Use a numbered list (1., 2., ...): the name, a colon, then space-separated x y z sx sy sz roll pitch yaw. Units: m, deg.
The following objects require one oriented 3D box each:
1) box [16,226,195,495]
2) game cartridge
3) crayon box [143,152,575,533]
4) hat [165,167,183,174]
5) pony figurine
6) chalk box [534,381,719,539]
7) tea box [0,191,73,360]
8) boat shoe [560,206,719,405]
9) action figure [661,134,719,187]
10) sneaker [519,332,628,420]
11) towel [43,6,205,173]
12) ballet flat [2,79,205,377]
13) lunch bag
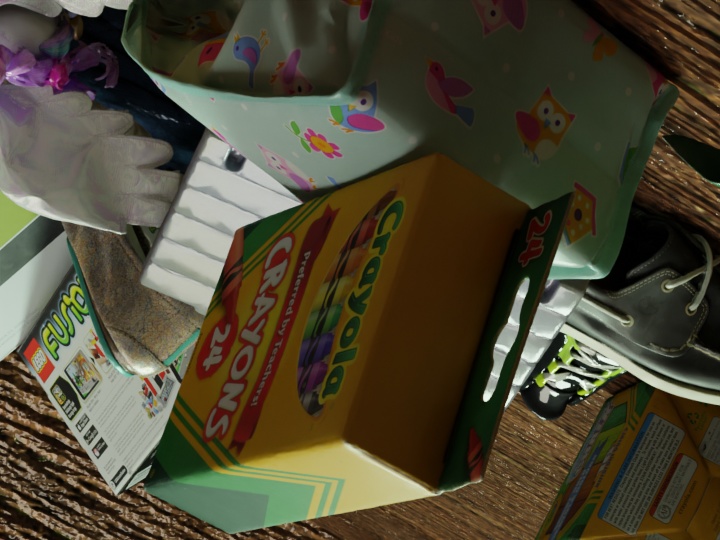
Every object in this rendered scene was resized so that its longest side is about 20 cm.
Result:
1. box: -0.127 0.040 1.549 0.110 0.035 0.200 54 145 10
2. game cartridge: 0.000 0.000 1.340 0.199 0.039 0.130 23 142 -7
3. crayon box: -0.004 0.030 1.080 0.051 0.128 0.200 29 155 -24
4. hat: -0.003 -0.041 1.470 0.200 0.081 0.201 23 173 3
5. pony figurine: -0.179 -0.116 1.357 0.192 0.168 0.200 3 -157 -14
6. chalk box: 0.196 0.158 1.772 0.123 0.125 0.200 28 168 -3
7. tea box: -0.273 -0.075 1.622 0.197 0.133 0.200 40 -163 -43
8. boat shoe: 0.151 0.010 1.358 0.199 0.072 0.068 24 144 -5
9. action figure: 0.213 -0.021 1.089 0.118 0.055 0.200 20 173 32
10. sneaker: 0.126 0.048 1.484 0.071 0.083 0.200 25 178 -8
11. towel: -0.120 -0.092 1.564 0.111 0.049 0.200 27 169 3
12. ballet flat: -0.133 -0.039 1.437 0.201 0.067 0.068 63 -167 16
13. lunch bag: 0.008 -0.077 1.168 0.170 0.123 0.199 34 162 -32
